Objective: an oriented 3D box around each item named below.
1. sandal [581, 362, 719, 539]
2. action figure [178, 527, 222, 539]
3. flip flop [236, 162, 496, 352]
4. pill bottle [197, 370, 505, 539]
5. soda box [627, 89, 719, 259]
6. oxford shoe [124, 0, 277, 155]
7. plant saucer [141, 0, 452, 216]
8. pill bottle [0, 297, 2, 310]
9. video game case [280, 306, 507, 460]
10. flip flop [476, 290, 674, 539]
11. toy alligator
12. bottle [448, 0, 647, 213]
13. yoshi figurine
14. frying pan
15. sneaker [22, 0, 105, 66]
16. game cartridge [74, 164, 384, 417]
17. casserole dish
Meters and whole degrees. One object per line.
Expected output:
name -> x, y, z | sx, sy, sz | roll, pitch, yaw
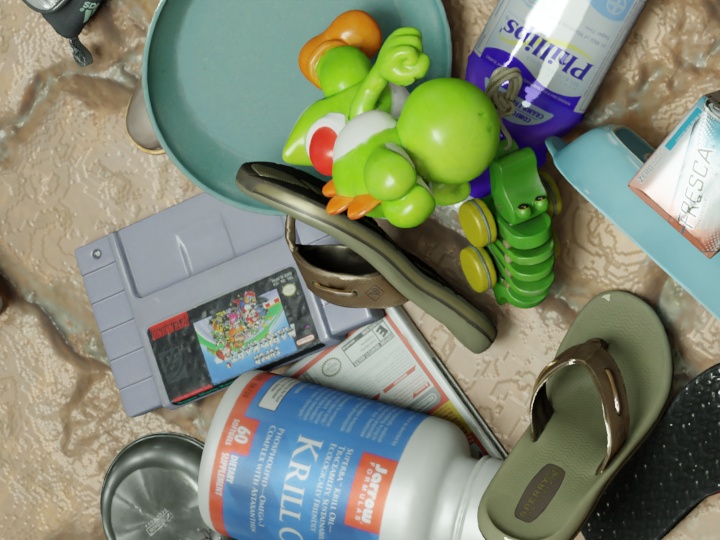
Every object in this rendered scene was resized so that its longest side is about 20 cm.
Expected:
sandal -> 0.215, 0.114, 1.365 | 0.200, 0.045, 0.075 | -43, 77, 36
action figure -> -0.072, 0.248, 1.430 | 0.129, 0.070, 0.201 | -7, 122, 29
flip flop -> 0.000, 0.000, 1.360 | 0.200, 0.081, 0.058 | 37, 97, -24
pill bottle -> 0.005, 0.140, 1.386 | 0.199, 0.112, 0.113 | 13, 103, 18
soda box -> 0.216, -0.063, 1.244 | 0.064, 0.200, 0.068 | 42, 108, 8
oxford shoe -> -0.099, -0.155, 1.414 | 0.071, 0.073, 0.200 | 43, 111, 9
plant saucer -> -0.042, -0.133, 1.366 | 0.198, 0.036, 0.201 | -5, 116, -11
pill bottle -> -0.345, -0.030, 1.509 | 0.108, 0.109, 0.201 | -33, 87, 22
video game case -> 0.024, 0.136, 1.448 | 0.143, 0.017, 0.201 | -38, 85, 22
flip flop -> 0.132, 0.088, 1.321 | 0.081, 0.200, 0.058 | 19, 146, 27
toy alligator -> 0.098, -0.035, 1.320 | 0.054, 0.059, 0.201 | 54, 159, 37
bottle -> 0.109, -0.126, 1.345 | 0.083, 0.065, 0.201 | 30, 109, 4
yoshi figurine -> 0.028, -0.088, 1.271 | 0.112, 0.200, 0.113 | 17, 109, -19
frying pan -> -0.125, 0.208, 1.513 | 0.114, 0.031, 0.191 | -16, 90, 23
sneaker -> -0.167, -0.202, 1.437 | 0.199, 0.078, 0.141 | 17, 106, 27
game cartridge -> -0.091, 0.011, 1.452 | 0.199, 0.038, 0.130 | -23, 77, 22
casserole dish -> 0.196, -0.024, 1.301 | 0.200, 0.121, 0.039 | 43, 104, 6
